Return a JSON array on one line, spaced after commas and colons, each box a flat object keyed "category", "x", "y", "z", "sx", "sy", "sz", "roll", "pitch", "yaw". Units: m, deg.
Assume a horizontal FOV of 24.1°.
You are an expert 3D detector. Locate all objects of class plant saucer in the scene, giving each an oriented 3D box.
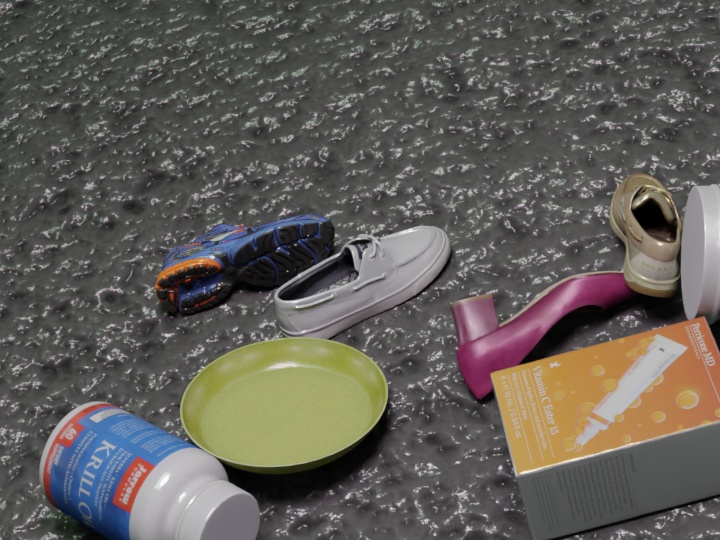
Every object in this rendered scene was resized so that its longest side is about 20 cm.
[{"category": "plant saucer", "x": -0.071, "y": 0.133, "z": 1.609, "sx": 0.199, "sy": 0.031, "sz": 0.200, "roll": -4, "pitch": 33, "yaw": 3}]

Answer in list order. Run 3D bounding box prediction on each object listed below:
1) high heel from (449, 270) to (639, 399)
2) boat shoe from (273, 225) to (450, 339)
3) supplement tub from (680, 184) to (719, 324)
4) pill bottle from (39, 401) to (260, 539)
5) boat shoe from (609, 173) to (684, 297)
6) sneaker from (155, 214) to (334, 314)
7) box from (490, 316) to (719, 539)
[{"category": "high heel", "x": 0.187, "y": 0.060, "z": 1.622, "sx": 0.199, "sy": 0.067, "sz": 0.097, "roll": -12, "pitch": 79, "yaw": -5}, {"category": "boat shoe", "x": 0.000, "y": 0.000, "z": 1.720, "sx": 0.199, "sy": 0.069, "sz": 0.072, "roll": -26, "pitch": 42, "yaw": -8}, {"category": "supplement tub", "x": 0.396, "y": -0.012, "z": 1.510, "sx": 0.199, "sy": 0.145, "sz": 0.145, "roll": 1, "pitch": 44, "yaw": 2}, {"category": "pill bottle", "x": -0.190, "y": 0.203, "z": 1.542, "sx": 0.199, "sy": 0.113, "sz": 0.112, "roll": 20, "pitch": 54, "yaw": 36}, {"category": "boat shoe", "x": 0.285, "y": -0.050, "z": 1.648, "sx": 0.072, "sy": 0.065, "sz": 0.200, "roll": 9, "pitch": 31, "yaw": 1}, {"category": "sneaker", "x": -0.124, "y": -0.024, "z": 1.789, "sx": 0.199, "sy": 0.076, "sz": 0.079, "roll": -15, "pitch": 39, "yaw": 1}, {"category": "box", "x": 0.227, "y": 0.138, "z": 1.474, "sx": 0.199, "sy": 0.098, "sz": 0.125, "roll": -15, "pitch": 42, "yaw": 3}]
